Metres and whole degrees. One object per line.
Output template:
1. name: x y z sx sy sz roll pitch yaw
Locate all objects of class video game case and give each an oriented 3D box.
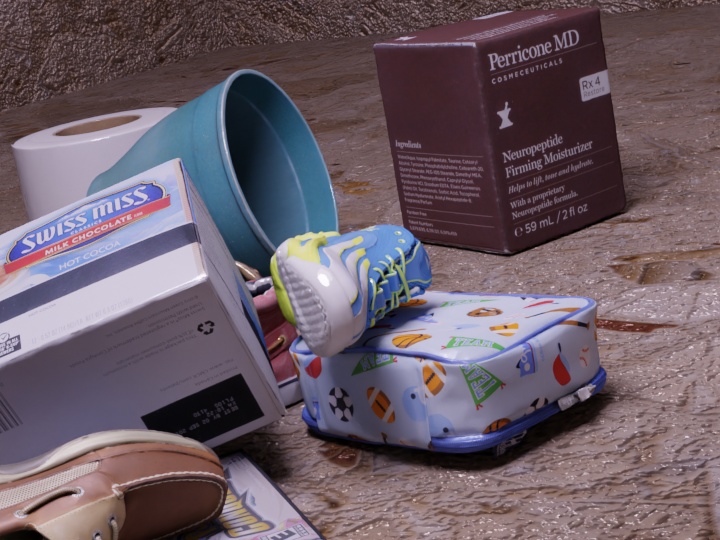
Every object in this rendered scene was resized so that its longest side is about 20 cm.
1. video game case: -0.121 0.162 0.814 0.179 0.026 0.200 -16 16 -17

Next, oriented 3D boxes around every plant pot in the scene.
1. plant pot: -0.150 -0.061 1.375 0.186 0.202 0.200 -20 10 23

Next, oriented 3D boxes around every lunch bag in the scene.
1. lunch bag: 0.062 0.061 0.972 0.159 0.076 0.199 -20 17 -41

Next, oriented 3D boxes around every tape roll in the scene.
1. tape roll: -0.293 -0.102 1.704 0.200 0.141 0.203 -9 15 2

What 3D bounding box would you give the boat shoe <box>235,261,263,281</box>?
1. boat shoe: -0.096 0.026 1.215 0.071 0.073 0.200 -10 14 0

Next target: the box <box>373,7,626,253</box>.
1. box: 0.135 -0.139 1.419 0.165 0.202 0.164 -20 18 -31

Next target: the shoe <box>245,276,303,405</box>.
1. shoe: -0.131 0.071 1.032 0.199 0.092 0.071 -19 17 -29

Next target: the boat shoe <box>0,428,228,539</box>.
1. boat shoe: -0.163 0.140 0.760 0.198 0.076 0.074 -8 39 -25

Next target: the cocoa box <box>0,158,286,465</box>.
1. cocoa box: -0.169 0.047 0.922 0.198 0.134 0.132 -23 40 2

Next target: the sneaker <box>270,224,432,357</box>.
1. sneaker: 0.000 0.000 0.942 0.104 0.076 0.200 -19 10 -8
